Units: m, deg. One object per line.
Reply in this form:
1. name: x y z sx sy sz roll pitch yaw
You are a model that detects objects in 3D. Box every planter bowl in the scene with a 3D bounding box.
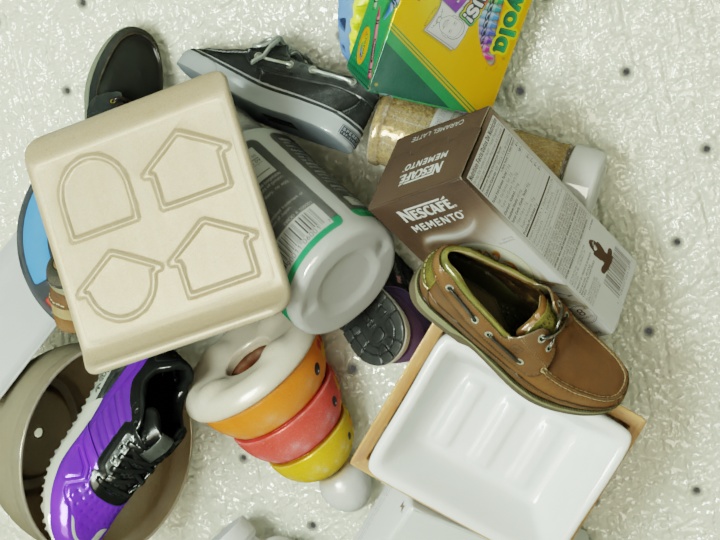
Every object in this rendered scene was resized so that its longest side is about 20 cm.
1. planter bowl: -0.274 0.160 1.455 0.134 0.199 0.203 6 108 42

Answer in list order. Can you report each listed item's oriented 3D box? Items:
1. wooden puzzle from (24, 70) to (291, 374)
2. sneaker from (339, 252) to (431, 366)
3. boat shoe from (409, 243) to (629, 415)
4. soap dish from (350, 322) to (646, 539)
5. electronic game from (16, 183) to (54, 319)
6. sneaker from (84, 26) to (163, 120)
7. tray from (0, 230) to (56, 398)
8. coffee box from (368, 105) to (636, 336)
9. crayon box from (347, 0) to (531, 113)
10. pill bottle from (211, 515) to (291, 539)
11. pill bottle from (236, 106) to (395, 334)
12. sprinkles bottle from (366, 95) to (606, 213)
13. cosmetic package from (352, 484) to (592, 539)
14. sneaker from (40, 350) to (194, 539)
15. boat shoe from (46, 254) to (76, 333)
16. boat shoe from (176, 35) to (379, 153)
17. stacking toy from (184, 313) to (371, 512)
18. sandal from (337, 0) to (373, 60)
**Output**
1. wooden puzzle: -0.161 -0.037 1.249 0.183 0.046 0.202 -18 83 14
2. sneaker: 0.000 0.000 1.384 0.076 0.087 0.201 -42 65 29
3. boat shoe: 0.132 0.049 1.223 0.198 0.072 0.068 29 152 -7
4. soap dish: 0.114 0.138 1.306 0.198 0.081 0.158 29 105 -7
5. electronic game: -0.212 -0.032 1.407 0.197 0.042 0.203 0 78 -2
6. sneaker: -0.194 -0.125 1.352 0.106 0.074 0.203 -14 64 57
7. tray: -0.316 0.037 1.435 0.106 0.201 0.022 20 151 25
8. coffee box: 0.117 -0.029 1.269 0.200 0.080 0.114 42 144 -25
9. crayon box: 0.079 -0.236 1.266 0.117 0.058 0.202 9 112 -27
10. pill bottle: -0.073 0.330 1.469 0.111 0.111 0.201 -39 91 22
11. pill bottle: -0.072 -0.048 1.315 0.200 0.112 0.114 43 115 32
12. sprinkles bottle: 0.106 -0.095 1.321 0.198 0.068 0.069 18 109 12
13. cosmetic package: 0.100 0.261 1.376 0.198 0.081 0.113 26 113 -15
14. sneaker: -0.205 0.155 1.356 0.099 0.069 0.202 4 66 44
15. boat shoe: -0.176 0.015 1.354 0.197 0.076 0.075 -4 122 -21
16. boat shoe: -0.072 -0.166 1.349 0.198 0.074 0.069 23 79 35
17. stacking toy: -0.053 0.142 1.425 0.145 0.147 0.201 -28 115 21
18. sandal: 0.013 -0.271 1.309 0.087 0.079 0.202 36 126 45
